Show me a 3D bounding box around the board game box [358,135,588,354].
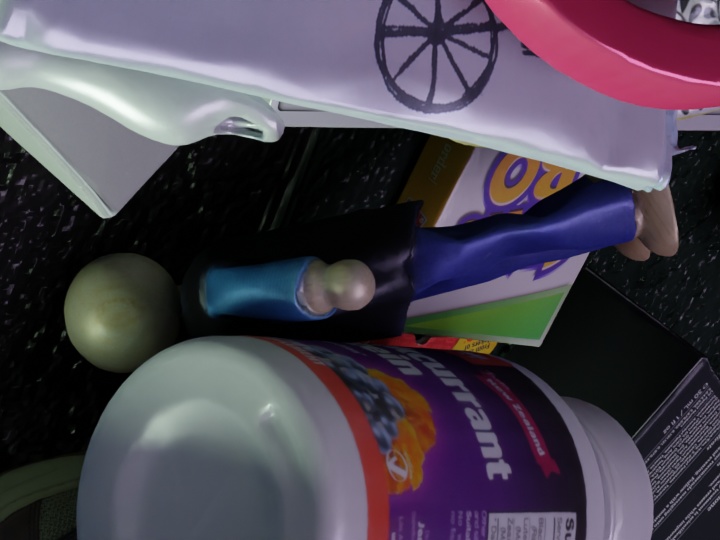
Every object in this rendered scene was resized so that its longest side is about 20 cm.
[{"bbox_3d":[0.067,-0.050,0.971,0.095,0.030,0.201,7,118,-47],"label":"board game box"}]

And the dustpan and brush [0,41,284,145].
[{"bbox_3d":[-0.118,-0.055,0.634,0.140,0.199,0.057,107,8,-68],"label":"dustpan and brush"}]

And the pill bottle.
[{"bbox_3d":[0.011,0.081,0.873,0.200,0.111,0.112,6,117,-52],"label":"pill bottle"}]

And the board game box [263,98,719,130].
[{"bbox_3d":[0.059,-0.110,0.873,0.199,0.035,0.127,-2,121,-34],"label":"board game box"}]

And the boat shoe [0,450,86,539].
[{"bbox_3d":[-0.053,0.092,0.936,0.200,0.066,0.072,-13,130,-38],"label":"boat shoe"}]

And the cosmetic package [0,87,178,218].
[{"bbox_3d":[-0.097,-0.115,0.697,0.107,0.090,0.200,-46,146,-8],"label":"cosmetic package"}]

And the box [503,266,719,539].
[{"bbox_3d":[0.074,0.119,1.079,0.200,0.079,0.141,-47,140,-4],"label":"box"}]

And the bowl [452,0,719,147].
[{"bbox_3d":[0.108,-0.113,0.793,0.200,0.095,0.201,-14,171,-2],"label":"bowl"}]

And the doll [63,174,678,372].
[{"bbox_3d":[0.000,0.000,0.876,0.199,0.049,0.136,-13,179,-8],"label":"doll"}]

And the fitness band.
[{"bbox_3d":[0.077,-0.140,0.651,0.143,0.037,0.201,8,77,-32],"label":"fitness band"}]

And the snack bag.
[{"bbox_3d":[0.008,-0.128,0.648,0.199,0.021,0.190,11,82,-30],"label":"snack bag"}]
